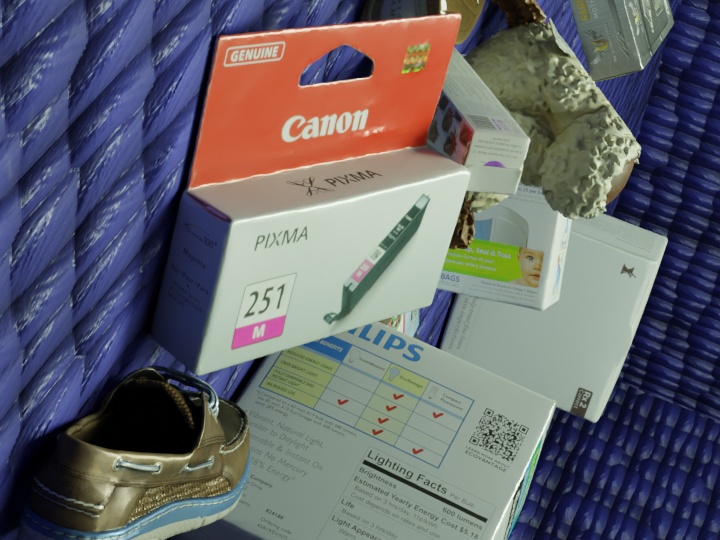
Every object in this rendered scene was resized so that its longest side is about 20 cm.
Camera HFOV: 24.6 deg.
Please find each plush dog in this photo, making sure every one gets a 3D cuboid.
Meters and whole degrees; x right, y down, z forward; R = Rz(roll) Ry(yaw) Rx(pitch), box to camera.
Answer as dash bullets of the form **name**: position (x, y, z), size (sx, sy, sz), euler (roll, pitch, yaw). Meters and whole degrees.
- **plush dog**: position (0.085, -0.099, 1.179), size (0.171, 0.161, 0.200), euler (-36, -164, 9)

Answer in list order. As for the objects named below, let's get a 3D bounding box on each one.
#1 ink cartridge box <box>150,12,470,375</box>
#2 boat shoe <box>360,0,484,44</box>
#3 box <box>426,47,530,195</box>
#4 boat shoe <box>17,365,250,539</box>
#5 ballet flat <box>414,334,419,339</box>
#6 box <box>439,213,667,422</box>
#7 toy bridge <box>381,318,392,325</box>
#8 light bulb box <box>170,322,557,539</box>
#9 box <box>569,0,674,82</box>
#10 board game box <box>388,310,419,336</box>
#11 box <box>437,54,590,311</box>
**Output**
- **ink cartridge box**: position (-0.014, -0.046, 0.902), size (0.199, 0.043, 0.175), euler (-15, 130, -47)
- **boat shoe**: position (0.056, -0.208, 1.097), size (0.200, 0.062, 0.074), euler (-56, 137, -55)
- **box**: position (0.058, -0.105, 1.058), size (0.200, 0.041, 0.039), euler (-118, -142, -60)
- **boat shoe**: position (-0.101, 0.091, 0.849), size (0.200, 0.072, 0.073), euler (-34, 143, -70)
- **ballet flat**: position (0.036, 0.161, 1.587), size (0.073, 0.073, 0.201), euler (79, 34, -69)
- **box**: position (0.216, 0.031, 1.852), size (0.131, 0.199, 0.200), euler (-40, 150, -70)
- **toy bridge**: position (0.000, 0.000, 1.155), size (0.201, 0.067, 0.027), euler (98, 18, -49)
- **light bulb box**: position (0.002, 0.154, 1.112), size (0.200, 0.197, 0.125), euler (-57, 165, -40)
- **box**: position (0.211, -0.281, 1.421), size (0.158, 0.048, 0.201), euler (-48, 123, -59)
- **board game box**: position (-0.002, 0.087, 1.367), size (0.152, 0.036, 0.201), euler (89, 23, -61)
- **box**: position (0.128, -0.077, 1.414), size (0.101, 0.112, 0.202), euler (-13, 114, -76)
